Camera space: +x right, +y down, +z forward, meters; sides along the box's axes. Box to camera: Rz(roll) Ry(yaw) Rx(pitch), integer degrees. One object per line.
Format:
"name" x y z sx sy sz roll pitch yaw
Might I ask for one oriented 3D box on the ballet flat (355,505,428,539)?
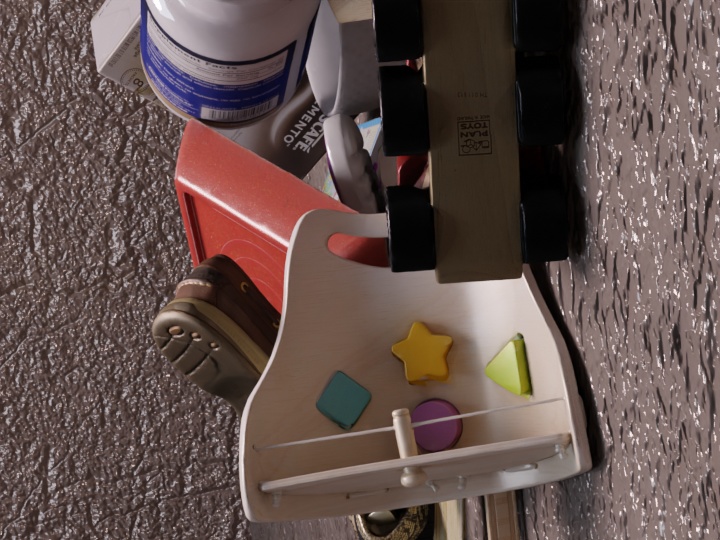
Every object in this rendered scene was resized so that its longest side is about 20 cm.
"ballet flat" 0.030 0.096 1.279 0.075 0.067 0.202 21 -104 -81

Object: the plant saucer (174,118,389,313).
"plant saucer" -0.051 0.022 1.214 0.199 0.037 0.201 31 141 40

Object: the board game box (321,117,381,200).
"board game box" -0.006 -0.044 1.397 0.200 0.034 0.135 -169 99 -81

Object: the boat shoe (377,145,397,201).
"boat shoe" 0.052 0.004 1.172 0.069 0.071 0.201 63 -173 -58

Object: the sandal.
"sandal" 0.001 -0.001 1.209 0.082 0.049 0.204 -51 -54 -79

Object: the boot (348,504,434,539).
"boot" 0.032 0.196 1.459 0.151 0.073 0.201 -112 11 -54

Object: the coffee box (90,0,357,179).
"coffee box" -0.097 -0.170 1.448 0.113 0.199 0.080 -48 33 24

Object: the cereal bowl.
"cereal bowl" 0.004 -0.204 1.218 0.200 0.083 0.202 172 90 -82

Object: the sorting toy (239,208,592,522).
"sorting toy" 0.031 0.042 1.063 0.107 0.198 0.182 25 -124 -71

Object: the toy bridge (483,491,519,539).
"toy bridge" 0.080 0.120 1.208 0.067 0.027 0.202 115 146 -74

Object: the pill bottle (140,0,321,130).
"pill bottle" -0.082 -0.173 1.166 0.200 0.115 0.117 116 145 -73

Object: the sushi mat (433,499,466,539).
"sushi mat" 0.059 0.146 1.228 0.096 0.012 0.201 -107 12 -54

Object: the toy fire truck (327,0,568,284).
"toy fire truck" 0.040 -0.106 1.017 0.200 0.127 0.178 -89 -5 -67

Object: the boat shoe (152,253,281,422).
"boat shoe" -0.042 0.071 1.143 0.200 0.072 0.068 48 -129 -26
